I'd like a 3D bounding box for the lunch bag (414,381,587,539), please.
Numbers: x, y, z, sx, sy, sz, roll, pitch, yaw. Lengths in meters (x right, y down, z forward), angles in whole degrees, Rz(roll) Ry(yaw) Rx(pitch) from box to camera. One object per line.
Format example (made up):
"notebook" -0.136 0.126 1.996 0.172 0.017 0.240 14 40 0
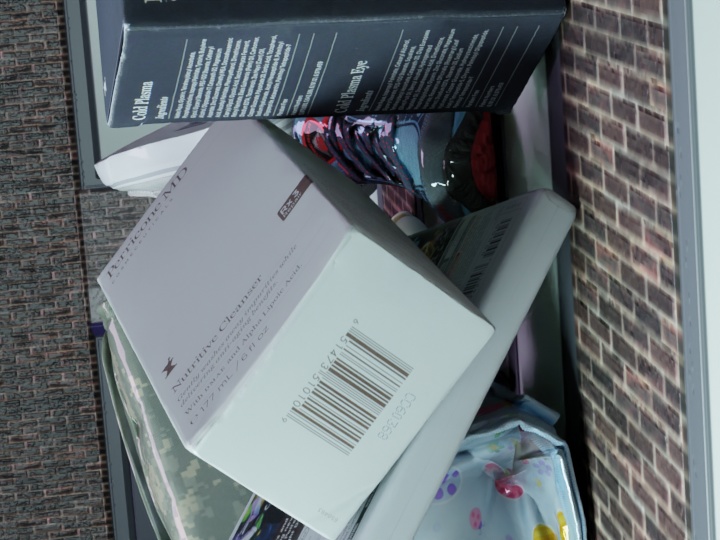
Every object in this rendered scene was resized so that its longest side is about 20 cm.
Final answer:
"lunch bag" 0.030 0.146 1.017 0.201 0.127 0.170 -64 10 -2

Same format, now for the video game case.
"video game case" 0.007 0.065 0.974 0.201 0.023 0.182 -62 15 -16

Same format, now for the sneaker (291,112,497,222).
"sneaker" 0.015 -0.061 1.135 0.200 0.095 0.080 -116 18 -75

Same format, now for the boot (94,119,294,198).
"boot" -0.081 -0.039 1.272 0.200 0.073 0.096 -4 113 62

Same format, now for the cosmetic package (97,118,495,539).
"cosmetic package" -0.034 0.014 0.948 0.113 0.081 0.200 -53 26 3

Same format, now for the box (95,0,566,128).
"box" -0.024 -0.173 0.959 0.104 0.181 0.201 115 149 -69

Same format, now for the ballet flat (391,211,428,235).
"ballet flat" 0.000 0.000 1.106 0.065 0.199 0.071 -60 43 21

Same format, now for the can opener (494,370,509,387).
"can opener" 0.040 0.086 1.204 0.200 0.078 0.064 163 107 -74

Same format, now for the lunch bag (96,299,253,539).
"lunch bag" -0.067 0.087 1.213 0.200 0.117 0.165 115 136 -82

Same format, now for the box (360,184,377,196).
"box" -0.066 -0.135 1.256 0.144 0.036 0.201 30 147 36
